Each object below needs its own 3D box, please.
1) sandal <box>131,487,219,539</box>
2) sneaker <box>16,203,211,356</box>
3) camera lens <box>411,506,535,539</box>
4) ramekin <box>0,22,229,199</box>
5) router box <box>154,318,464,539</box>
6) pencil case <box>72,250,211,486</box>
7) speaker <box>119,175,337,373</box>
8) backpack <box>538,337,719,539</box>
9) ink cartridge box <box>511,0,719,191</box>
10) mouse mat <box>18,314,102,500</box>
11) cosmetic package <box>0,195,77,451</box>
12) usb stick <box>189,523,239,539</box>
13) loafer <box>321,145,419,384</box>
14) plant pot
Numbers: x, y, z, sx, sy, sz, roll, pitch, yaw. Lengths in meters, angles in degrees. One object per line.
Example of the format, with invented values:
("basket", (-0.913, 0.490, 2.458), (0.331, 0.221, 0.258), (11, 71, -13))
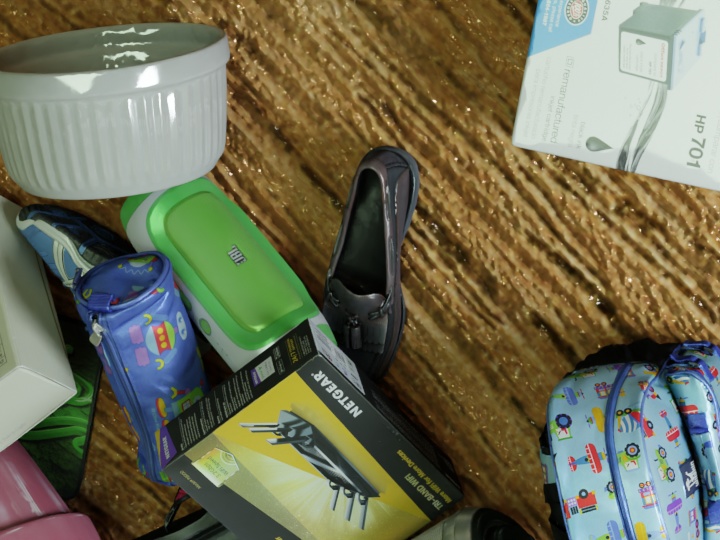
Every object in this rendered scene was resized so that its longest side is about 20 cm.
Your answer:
("sandal", (-0.108, 0.176, 1.751), (0.200, 0.075, 0.045), (-30, 93, 13))
("sneaker", (-0.214, 0.019, 1.760), (0.200, 0.076, 0.077), (39, 108, 9))
("camera lens", (0.062, 0.292, 1.660), (0.200, 0.160, 0.160), (-34, 86, 20))
("ramekin", (-0.198, -0.127, 1.675), (0.199, 0.200, 0.105), (0, 107, 19))
("router box", (-0.039, 0.153, 1.664), (0.157, 0.052, 0.200), (-37, 123, 12))
("pencil case", (-0.166, 0.081, 1.692), (0.078, 0.087, 0.201), (10, 129, 37))
("speaker", (-0.107, 0.009, 1.705), (0.088, 0.088, 0.200), (-47, 72, 19))
("backpack", (0.210, 0.150, 1.567), (0.134, 0.200, 0.183), (-11, 93, 20))
("ink cartridge box", (0.229, -0.146, 1.580), (0.199, 0.086, 0.147), (14, 102, 18))
("mouse mat", (-0.322, 0.102, 1.848), (0.199, 0.008, 0.162), (15, 102, 16))
("cosmetic package", (-0.312, 0.039, 1.749), (0.103, 0.073, 0.200), (-35, 52, 20))
("usb stick", (-0.100, 0.229, 1.772), (0.200, 0.033, 0.056), (-30, 108, 20))
("loafer", (0.000, 0.000, 1.691), (0.072, 0.063, 0.201), (12, 102, 18))
("plant pot", (-0.333, 0.217, 1.777), (0.200, 0.200, 0.179), (-33, 74, 20))
